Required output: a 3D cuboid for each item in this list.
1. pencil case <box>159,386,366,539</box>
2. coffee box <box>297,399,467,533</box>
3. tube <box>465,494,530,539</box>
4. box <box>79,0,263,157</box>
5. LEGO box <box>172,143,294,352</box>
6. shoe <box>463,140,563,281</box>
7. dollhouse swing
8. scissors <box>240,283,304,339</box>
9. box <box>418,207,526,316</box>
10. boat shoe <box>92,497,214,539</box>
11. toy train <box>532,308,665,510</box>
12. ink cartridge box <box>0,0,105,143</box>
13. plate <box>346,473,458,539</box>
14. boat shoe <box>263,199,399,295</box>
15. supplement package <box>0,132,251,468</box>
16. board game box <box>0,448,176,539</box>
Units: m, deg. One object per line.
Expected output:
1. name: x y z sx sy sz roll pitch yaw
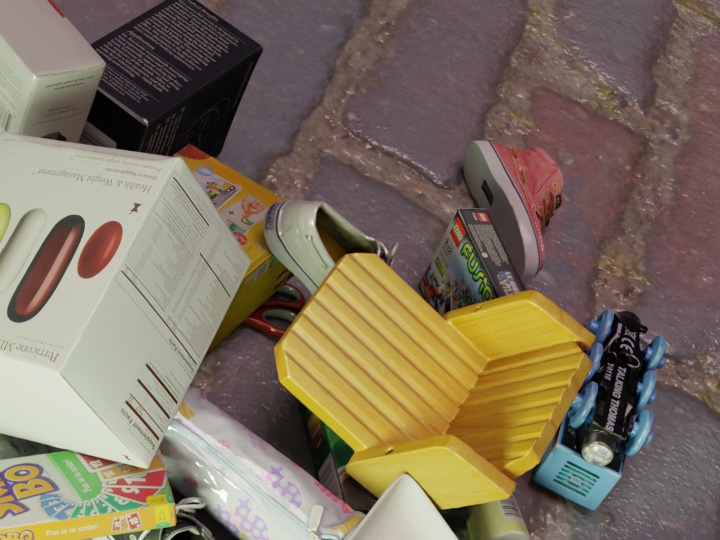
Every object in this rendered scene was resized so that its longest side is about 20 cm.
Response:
1. pencil case: -0.090 0.183 1.432 0.200 0.083 0.091 36 3 12
2. coffee box: 0.013 0.146 1.559 0.122 0.044 0.201 6 45 -23
3. tube: 0.101 0.171 1.575 0.052 0.058 0.201 0 48 -21
4. box: -0.207 -0.155 1.676 0.107 0.149 0.200 36 41 11
5. LEGO box: -0.160 -0.016 1.597 0.148 0.077 0.200 31 39 14
6. shoe: 0.181 -0.066 1.850 0.090 0.072 0.201 1 42 -19
7. dollhouse swing: 0.062 0.072 1.477 0.176 0.181 0.200 54 47 -19
8. scissors: -0.141 0.036 1.619 0.199 0.014 0.073 2 46 -24
9. box: 0.121 0.049 1.669 0.034 0.110 0.201 1 46 -27
10. boat shoe: -0.156 0.212 1.379 0.073 0.068 0.200 -19 58 -41
11. toy train: 0.227 0.125 1.642 0.086 0.115 0.201 27 41 -5
12. ink cartridge box: -0.325 -0.150 1.567 0.085 0.201 0.148 -21 59 -42
13. plate: 0.037 0.295 1.377 0.200 0.032 0.200 53 45 -6
14. boat shoe: 0.001 -0.005 1.610 0.202 0.086 0.075 47 49 -39
15. supplement package: -0.229 0.020 1.375 0.190 0.147 0.201 9 60 30
16. board game box: -0.248 0.177 1.342 0.198 0.030 0.096 -9 28 -12
